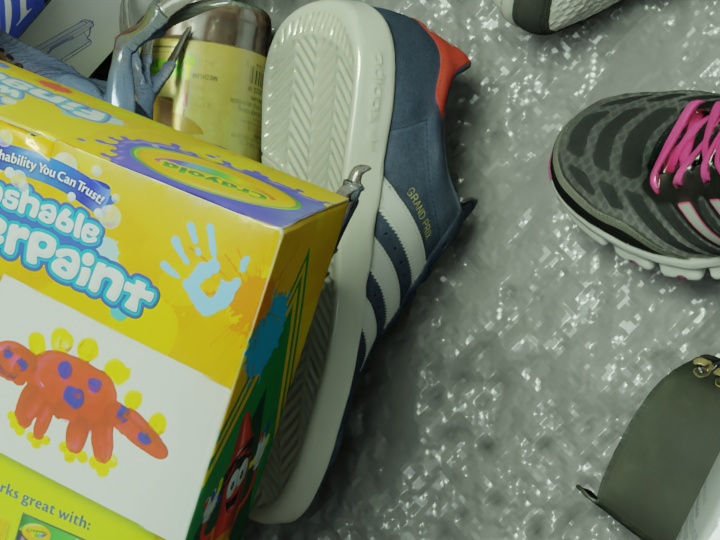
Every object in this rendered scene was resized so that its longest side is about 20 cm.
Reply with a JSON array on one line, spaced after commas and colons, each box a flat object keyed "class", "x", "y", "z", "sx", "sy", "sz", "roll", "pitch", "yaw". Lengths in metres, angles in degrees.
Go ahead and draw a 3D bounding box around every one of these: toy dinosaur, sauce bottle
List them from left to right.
[{"class": "toy dinosaur", "x": -0.089, "y": -0.046, "z": 0.910, "sx": 0.181, "sy": 0.105, "sz": 0.200, "roll": 25, "pitch": 55, "yaw": 2}, {"class": "sauce bottle", "x": -0.074, "y": -0.007, "z": 1.028, "sx": 0.064, "sy": 0.065, "sz": 0.201, "roll": 2, "pitch": 81, "yaw": 20}]

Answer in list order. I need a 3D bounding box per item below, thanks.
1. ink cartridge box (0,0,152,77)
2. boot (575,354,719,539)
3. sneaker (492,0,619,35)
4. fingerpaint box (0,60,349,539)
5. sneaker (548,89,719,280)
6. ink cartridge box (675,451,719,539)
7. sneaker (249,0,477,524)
[{"class": "ink cartridge box", "x": -0.109, "y": -0.139, "z": 1.022, "sx": 0.200, "sy": 0.044, "sz": 0.094, "roll": -43, "pitch": 50, "yaw": 34}, {"class": "boot", "x": 0.178, "y": 0.044, "z": 0.928, "sx": 0.138, "sy": 0.077, "sz": 0.200, "roll": 38, "pitch": 94, "yaw": 26}, {"class": "sneaker", "x": 0.142, "y": -0.137, "z": 0.966, "sx": 0.200, "sy": 0.076, "sz": 0.088, "roll": -34, "pitch": 72, "yaw": 12}, {"class": "fingerpaint box", "x": -0.125, "y": 0.021, "z": 0.856, "sx": 0.199, "sy": 0.073, "sz": 0.168, "roll": 21, "pitch": 105, "yaw": 14}, {"class": "sneaker", "x": 0.146, "y": -0.041, "z": 0.920, "sx": 0.199, "sy": 0.088, "sz": 0.074, "roll": 15, "pitch": 62, "yaw": 39}, {"class": "ink cartridge box", "x": 0.145, "y": 0.167, "z": 0.844, "sx": 0.145, "sy": 0.083, "sz": 0.201, "roll": 26, "pitch": 97, "yaw": 7}, {"class": "sneaker", "x": 0.000, "y": 0.000, "z": 0.995, "sx": 0.075, "sy": 0.084, "sz": 0.201, "roll": 23, "pitch": 103, "yaw": 44}]
